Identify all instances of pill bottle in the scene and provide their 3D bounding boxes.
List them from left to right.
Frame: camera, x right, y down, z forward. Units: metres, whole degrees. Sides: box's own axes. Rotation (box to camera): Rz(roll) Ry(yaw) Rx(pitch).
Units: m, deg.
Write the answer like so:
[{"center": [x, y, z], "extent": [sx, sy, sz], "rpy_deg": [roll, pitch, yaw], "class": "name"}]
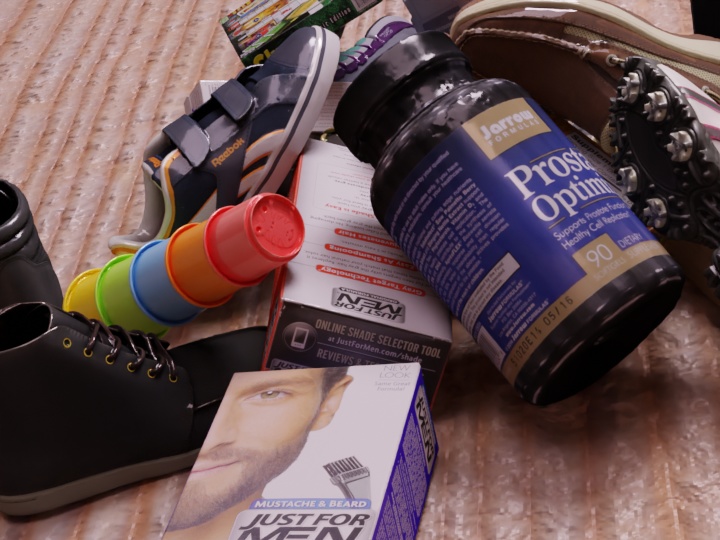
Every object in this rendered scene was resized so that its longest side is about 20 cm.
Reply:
[{"center": [0.076, -0.033, 0.954], "extent": [0.111, 0.112, 0.200], "rpy_deg": [-29, 69, -28], "class": "pill bottle"}]

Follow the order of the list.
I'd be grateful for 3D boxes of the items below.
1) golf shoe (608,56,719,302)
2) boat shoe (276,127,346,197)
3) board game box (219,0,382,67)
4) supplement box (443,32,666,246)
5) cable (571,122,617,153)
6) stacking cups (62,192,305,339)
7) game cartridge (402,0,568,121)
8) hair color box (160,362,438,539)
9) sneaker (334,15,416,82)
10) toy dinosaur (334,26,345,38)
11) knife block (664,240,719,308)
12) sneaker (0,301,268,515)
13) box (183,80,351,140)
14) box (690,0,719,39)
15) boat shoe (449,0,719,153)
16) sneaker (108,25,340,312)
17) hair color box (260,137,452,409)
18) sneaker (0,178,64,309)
[{"center": [0.204, -0.044, 0.932], "extent": [0.088, 0.078, 0.200], "rpy_deg": [-8, 44, -26], "class": "golf shoe"}, {"center": [0.004, -0.069, 1.158], "extent": [0.200, 0.061, 0.072], "rpy_deg": [-5, -3, 5], "class": "boat shoe"}, {"center": [-0.047, -0.186, 1.235], "extent": [0.104, 0.024, 0.200], "rpy_deg": [-31, 18, 0], "class": "board game box"}, {"center": [0.094, -0.061, 1.053], "extent": [0.069, 0.067, 0.200], "rpy_deg": [-24, 56, -40], "class": "supplement box"}, {"center": [0.170, -0.092, 1.204], "extent": [0.097, 0.051, 0.200], "rpy_deg": [-18, 13, 26], "class": "cable"}, {"center": [-0.099, 0.004, 1.012], "extent": [0.199, 0.061, 0.060], "rpy_deg": [-21, 15, 47], "class": "stacking cups"}, {"center": [0.088, -0.146, 1.172], "extent": [0.041, 0.134, 0.200], "rpy_deg": [-28, 7, -6], "class": "game cartridge"}, {"center": [-0.032, 0.128, 0.856], "extent": [0.109, 0.065, 0.200], "rpy_deg": [-4, 29, 15], "class": "hair color box"}, {"center": [0.017, -0.124, 1.266], "extent": [0.087, 0.075, 0.200], "rpy_deg": [18, 44, 21], "class": "sneaker"}, {"center": [-0.072, -0.128, 1.283], "extent": [0.200, 0.047, 0.088], "rpy_deg": [-53, 27, -1], "class": "toy dinosaur"}, {"center": [0.227, -0.007, 0.989], "extent": [0.199, 0.064, 0.176], "rpy_deg": [6, 34, 28], "class": "knife block"}, {"center": [-0.126, 0.055, 0.969], "extent": [0.199, 0.107, 0.075], "rpy_deg": [-22, 31, -19], "class": "sneaker"}, {"center": [-0.022, -0.105, 1.192], "extent": [0.199, 0.042, 0.039], "rpy_deg": [-3, -17, -25], "class": "box"}, {"center": [0.289, -0.183, 1.132], "extent": [0.123, 0.201, 0.197], "rpy_deg": [-1, 31, 21], "class": "box"}, {"center": [0.149, -0.110, 1.020], "extent": [0.201, 0.075, 0.075], "rpy_deg": [11, 52, 3], "class": "boat shoe"}, {"center": [-0.088, -0.076, 1.095], "extent": [0.201, 0.079, 0.078], "rpy_deg": [-61, 19, 1], "class": "sneaker"}, {"center": [0.000, 0.000, 1.031], "extent": [0.101, 0.062, 0.200], "rpy_deg": [14, 29, -5], "class": "hair color box"}, {"center": [-0.256, -0.027, 1.166], "extent": [0.070, 0.100, 0.200], "rpy_deg": [-26, 31, -20], "class": "sneaker"}]
